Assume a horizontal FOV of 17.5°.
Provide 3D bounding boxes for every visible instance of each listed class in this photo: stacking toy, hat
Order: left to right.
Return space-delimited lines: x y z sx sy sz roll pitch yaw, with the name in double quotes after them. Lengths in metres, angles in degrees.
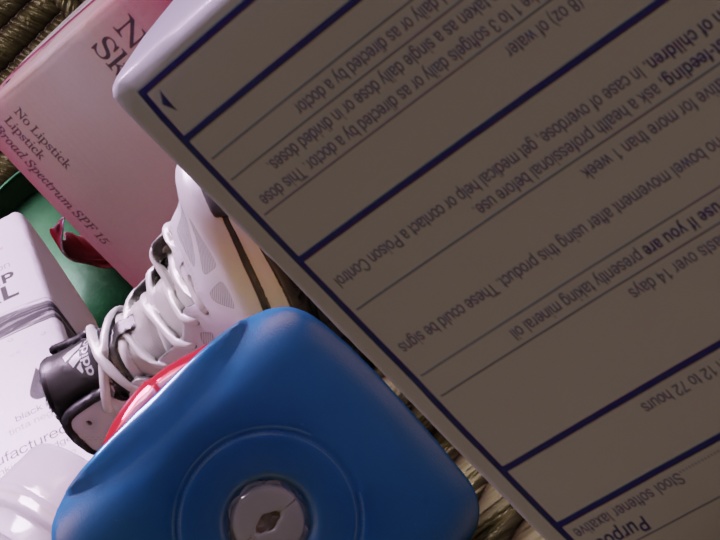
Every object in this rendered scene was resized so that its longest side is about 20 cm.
-0.121 0.028 1.284 0.176 0.200 0.166 27 113 53 "hat"
-0.045 0.074 0.833 0.116 0.110 0.200 -44 8 -4 "stacking toy"

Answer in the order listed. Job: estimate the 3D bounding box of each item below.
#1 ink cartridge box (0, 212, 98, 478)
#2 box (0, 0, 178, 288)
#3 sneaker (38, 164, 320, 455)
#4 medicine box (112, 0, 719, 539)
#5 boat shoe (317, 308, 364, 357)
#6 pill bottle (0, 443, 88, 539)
-0.179 0.085 1.050 0.144 0.084 0.200 -28 38 0 "ink cartridge box"
-0.065 -0.098 1.110 0.200 0.128 0.109 -33 15 41 "box"
-0.074 0.026 0.910 0.115 0.076 0.201 -14 -33 -1 "sneaker"
0.077 -0.043 0.575 0.182 0.200 0.103 -34 16 39 "medicine box"
0.000 0.000 1.062 0.200 0.072 0.065 -41 22 -25 "boat shoe"
-0.157 0.164 0.871 0.200 0.113 0.113 -48 11 -24 "pill bottle"
